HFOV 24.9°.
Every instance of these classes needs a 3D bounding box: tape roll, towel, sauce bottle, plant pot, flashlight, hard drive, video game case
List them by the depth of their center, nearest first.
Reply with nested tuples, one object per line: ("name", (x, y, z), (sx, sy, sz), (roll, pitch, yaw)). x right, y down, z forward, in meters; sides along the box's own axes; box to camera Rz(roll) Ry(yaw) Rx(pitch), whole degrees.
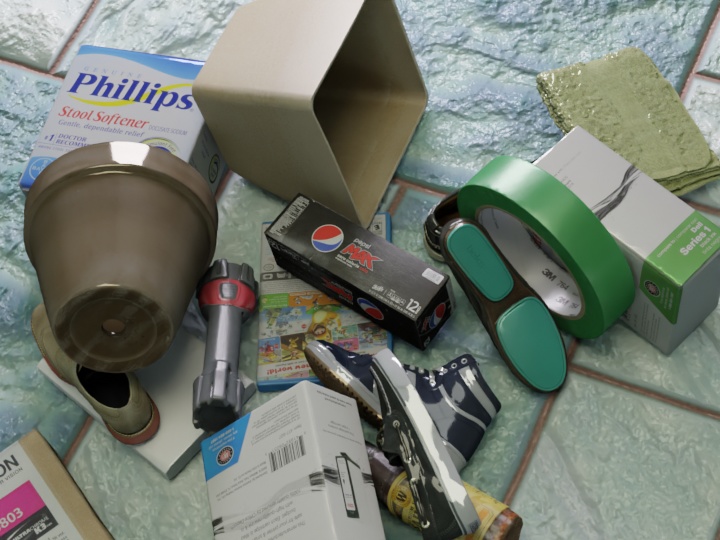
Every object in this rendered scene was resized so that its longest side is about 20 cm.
("sauce bottle", (0.058, 0.217, 1.570), (0.200, 0.066, 0.066), (25, 67, 24))
("tape roll", (0.182, -0.022, 1.611), (0.048, 0.201, 0.200), (-43, 62, -16))
("plant pot", (-0.243, 0.001, 1.619), (0.199, 0.200, 0.174), (-9, 41, 4))
("flashlight", (-0.141, 0.079, 1.658), (0.068, 0.068, 0.200), (-29, 39, 28))
("hard drive", (-0.224, 0.112, 1.701), (0.200, 0.027, 0.132), (35, 70, 26))
("video game case", (-0.037, 0.031, 1.723), (0.143, 0.018, 0.201), (-4, 59, 6))
("towel", (0.287, -0.153, 1.752), (0.148, 0.037, 0.200), (-17, 59, -20))
("plant pot", (-0.062, -0.191, 1.760), (0.177, 0.200, 0.200), (9, 55, 27))

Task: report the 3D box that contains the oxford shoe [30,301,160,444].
("oxford shoe", (-0.276, 0.088, 1.664), (0.070, 0.075, 0.200), (-41, 61, -15))

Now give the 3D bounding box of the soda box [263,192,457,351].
("soda box", (0.000, 0.000, 1.682), (0.200, 0.071, 0.063), (31, 70, 25))

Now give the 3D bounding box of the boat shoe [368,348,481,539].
("boat shoe", (0.047, 0.164, 1.526), (0.056, 0.069, 0.200), (-26, 62, -2))

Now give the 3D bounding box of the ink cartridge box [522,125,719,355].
("ink cartridge box", (0.262, -0.031, 1.628), (0.084, 0.146, 0.200), (-42, 65, -17))

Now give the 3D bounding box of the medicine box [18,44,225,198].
("medicine box", (-0.252, -0.135, 1.809), (0.182, 0.103, 0.201), (9, 62, 15))

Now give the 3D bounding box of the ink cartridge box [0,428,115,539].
("ink cartridge box", (-0.351, 0.280, 1.594), (0.200, 0.075, 0.165), (-36, 61, -11))

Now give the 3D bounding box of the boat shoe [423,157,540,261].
("boat shoe", (0.158, -0.077, 1.727), (0.200, 0.068, 0.072), (-26, 58, -11))

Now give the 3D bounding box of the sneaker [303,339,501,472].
("sneaker", (0.047, 0.109, 1.626), (0.200, 0.070, 0.109), (37, 75, 14))

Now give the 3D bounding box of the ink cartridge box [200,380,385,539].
("ink cartridge box", (-0.062, 0.229, 1.538), (0.146, 0.084, 0.201), (-31, 55, 28))

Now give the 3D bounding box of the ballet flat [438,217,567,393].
("ballet flat", (0.146, 0.032, 1.648), (0.068, 0.068, 0.200), (-31, 94, -6))
